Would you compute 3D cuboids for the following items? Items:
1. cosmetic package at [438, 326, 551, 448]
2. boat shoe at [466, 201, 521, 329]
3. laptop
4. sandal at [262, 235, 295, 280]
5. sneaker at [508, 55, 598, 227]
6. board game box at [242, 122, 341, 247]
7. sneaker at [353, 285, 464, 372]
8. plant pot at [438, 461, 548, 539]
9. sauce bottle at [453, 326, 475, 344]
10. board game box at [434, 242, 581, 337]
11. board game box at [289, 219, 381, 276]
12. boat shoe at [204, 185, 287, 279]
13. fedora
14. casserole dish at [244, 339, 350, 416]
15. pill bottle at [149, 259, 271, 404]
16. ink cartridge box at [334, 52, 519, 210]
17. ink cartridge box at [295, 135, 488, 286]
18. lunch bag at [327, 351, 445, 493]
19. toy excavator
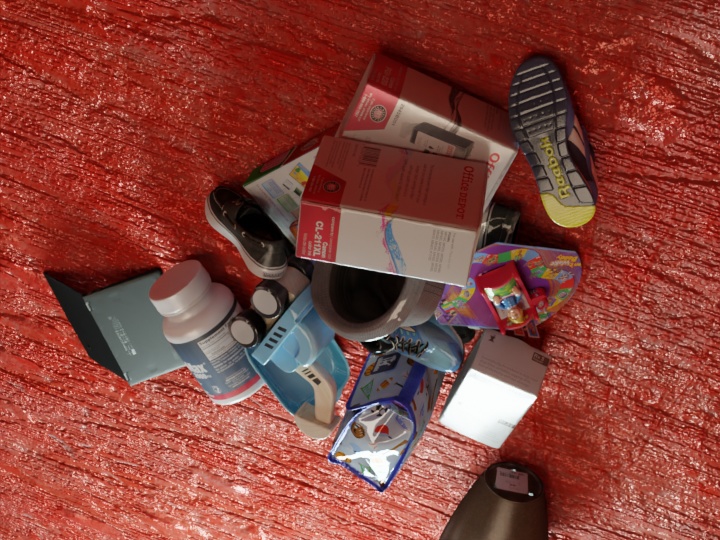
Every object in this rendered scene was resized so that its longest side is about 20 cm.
[{"bbox_3d":[0.183,0.166,1.759,0.101,0.074,0.200,23,152,3],"label":"cosmetic package"},{"bbox_3d":[0.174,0.002,1.649,0.063,0.071,0.201,14,132,14],"label":"boat shoe"},{"bbox_3d":[-0.376,0.072,2.010,0.199,0.116,0.188,-19,125,3],"label":"laptop"},{"bbox_3d":[-0.107,0.003,1.750,0.200,0.045,0.075,51,152,12],"label":"sandal"},{"bbox_3d":[0.228,-0.154,1.484,0.073,0.082,0.202,-11,103,27],"label":"sneaker"},{"bbox_3d":[-0.036,-0.102,1.673,0.199,0.040,0.153,-22,117,38],"label":"board game box"},{"bbox_3d":[0.042,0.091,1.674,0.199,0.090,0.079,25,127,-4],"label":"sneaker"},{"bbox_3d":[0.211,0.398,1.932,0.185,0.187,0.201,16,120,10],"label":"plant pot"},{"bbox_3d":[0.111,0.014,1.692,0.066,0.066,0.201,-4,127,27],"label":"sauce bottle"},{"bbox_3d":[0.195,0.037,1.620,0.199,0.039,0.158,5,136,-26],"label":"board game box"},{"bbox_3d":[0.000,0.000,1.691,0.102,0.019,0.201,-22,116,26],"label":"board game box"},{"bbox_3d":[-0.148,-0.064,1.687,0.200,0.068,0.057,48,138,43],"label":"boat shoe"},{"bbox_3d":[0.036,0.009,1.597,0.090,0.178,0.199,19,170,-38],"label":"fedora"},{"bbox_3d":[-0.098,0.125,1.866,0.201,0.121,0.039,56,165,-28],"label":"casserole dish"},{"bbox_3d":[-0.222,0.089,1.875,0.119,0.120,0.201,-13,123,33],"label":"pill bottle"},{"bbox_3d":[0.075,-0.147,1.523,0.199,0.085,0.146,22,126,-8],"label":"ink cartridge box"},{"bbox_3d":[0.038,-0.068,1.442,0.198,0.146,0.083,11,126,4],"label":"ink cartridge box"},{"bbox_3d":[0.048,0.182,1.801,0.123,0.170,0.200,29,137,0],"label":"lunch bag"},{"bbox_3d":[-0.079,0.112,1.703,0.200,0.100,0.195,41,127,3],"label":"toy excavator"}]
